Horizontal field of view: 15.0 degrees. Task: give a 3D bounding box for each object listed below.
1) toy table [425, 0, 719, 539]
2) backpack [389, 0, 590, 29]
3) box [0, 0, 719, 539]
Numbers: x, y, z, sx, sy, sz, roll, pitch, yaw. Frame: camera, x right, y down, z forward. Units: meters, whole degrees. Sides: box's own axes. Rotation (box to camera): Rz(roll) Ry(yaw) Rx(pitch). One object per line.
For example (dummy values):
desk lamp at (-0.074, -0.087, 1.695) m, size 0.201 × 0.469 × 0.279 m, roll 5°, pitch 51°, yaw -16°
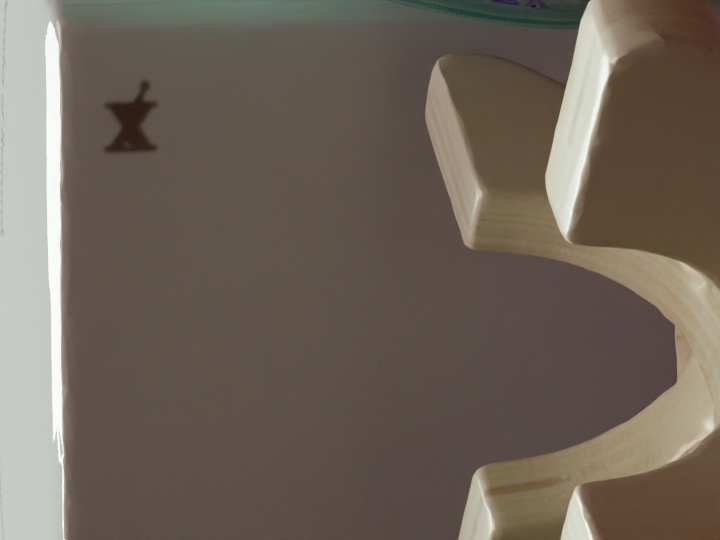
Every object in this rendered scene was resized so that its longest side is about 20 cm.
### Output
toy table at (0.088, 0.014, 0.579) m, size 0.184 × 0.117 × 0.200 m, roll -113°, pitch 25°, yaw -55°
backpack at (0.026, -0.154, 0.633) m, size 0.151 × 0.177 × 0.200 m, roll 120°, pitch 161°, yaw -58°
box at (0.000, 0.000, 0.752) m, size 0.171 × 0.199 × 0.200 m, roll -130°, pitch 40°, yaw -67°
